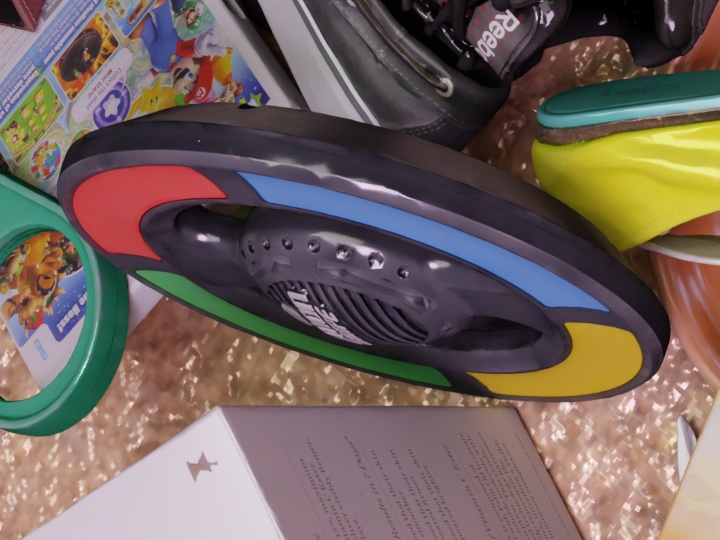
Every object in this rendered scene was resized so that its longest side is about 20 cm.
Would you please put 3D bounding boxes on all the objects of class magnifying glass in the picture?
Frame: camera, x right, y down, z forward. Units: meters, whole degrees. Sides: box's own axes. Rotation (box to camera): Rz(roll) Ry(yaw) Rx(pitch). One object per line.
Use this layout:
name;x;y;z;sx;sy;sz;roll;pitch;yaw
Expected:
magnifying glass;-0.142;-0.024;0.865;0.080;0.022;0.200;-46;53;20

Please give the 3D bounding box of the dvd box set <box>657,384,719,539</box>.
dvd box set;0.174;0.051;0.680;0.146;0.029;0.201;26;124;14

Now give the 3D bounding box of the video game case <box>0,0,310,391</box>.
video game case;-0.110;-0.072;0.878;0.143;0.018;0.200;-47;53;18

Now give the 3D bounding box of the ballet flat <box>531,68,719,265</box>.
ballet flat;0.146;-0.037;0.707;0.199;0.067;0.067;-10;103;30

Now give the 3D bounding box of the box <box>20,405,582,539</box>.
box;-0.003;0.118;0.734;0.097;0.200;0.125;-34;72;22

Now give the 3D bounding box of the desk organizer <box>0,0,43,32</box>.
desk organizer;-0.203;-0.153;0.910;0.199;0.072;0.077;16;90;36

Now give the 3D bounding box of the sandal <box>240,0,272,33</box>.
sandal;0.034;-0.131;0.815;0.199;0.045;0.076;-19;79;26

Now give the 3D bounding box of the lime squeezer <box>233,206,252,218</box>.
lime squeezer;-0.052;-0.047;0.861;0.199;0.038;0.071;9;95;30

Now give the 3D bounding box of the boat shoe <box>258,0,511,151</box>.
boat shoe;-0.013;-0.124;0.797;0.057;0.069;0.201;-35;80;34

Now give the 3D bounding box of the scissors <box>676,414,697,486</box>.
scissors;0.114;0.153;0.774;0.073;0.014;0.201;-27;77;26

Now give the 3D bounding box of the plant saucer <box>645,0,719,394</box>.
plant saucer;0.186;-0.029;0.733;0.199;0.037;0.202;-2;85;28

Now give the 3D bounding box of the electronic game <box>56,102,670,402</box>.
electronic game;0.000;0.000;0.744;0.199;0.200;0.042;8;72;28

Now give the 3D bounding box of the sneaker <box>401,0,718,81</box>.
sneaker;0.027;-0.113;0.731;0.199;0.071;0.099;12;71;-6
